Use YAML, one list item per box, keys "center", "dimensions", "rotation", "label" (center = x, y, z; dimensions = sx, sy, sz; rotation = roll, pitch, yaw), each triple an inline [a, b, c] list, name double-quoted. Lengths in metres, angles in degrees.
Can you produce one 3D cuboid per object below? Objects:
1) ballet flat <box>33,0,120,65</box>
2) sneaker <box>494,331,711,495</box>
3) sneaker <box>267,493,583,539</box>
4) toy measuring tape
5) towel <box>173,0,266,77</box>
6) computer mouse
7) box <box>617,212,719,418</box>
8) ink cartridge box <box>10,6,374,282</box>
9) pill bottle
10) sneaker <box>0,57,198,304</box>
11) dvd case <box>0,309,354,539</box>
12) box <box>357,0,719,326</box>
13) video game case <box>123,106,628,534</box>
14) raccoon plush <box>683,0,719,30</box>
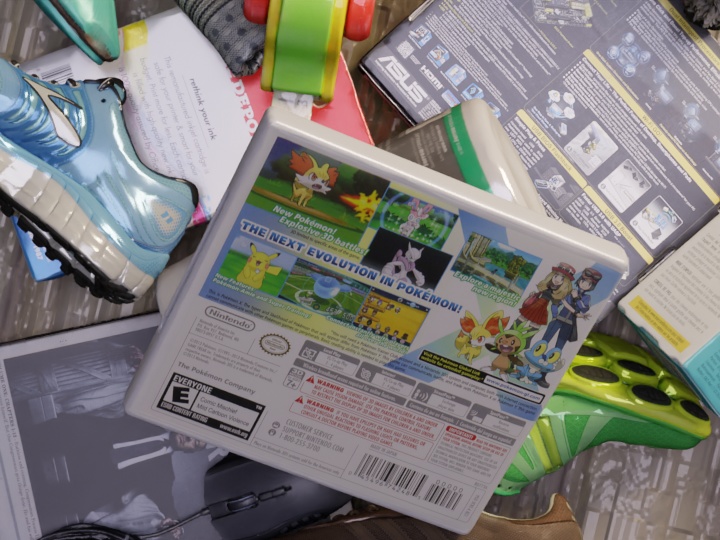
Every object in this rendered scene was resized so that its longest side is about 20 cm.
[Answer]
- center: [-0.181, -0.193, 1.228]
  dimensions: [0.070, 0.067, 0.200]
  rotation: [-45, 64, -6]
  label: "ballet flat"
- center: [0.096, 0.081, 1.275]
  dimensions: [0.199, 0.074, 0.084]
  rotation: [4, 120, -6]
  label: "sneaker"
- center: [0.024, 0.157, 1.249]
  dimensions: [0.199, 0.071, 0.076]
  rotation: [3, 56, 9]
  label: "sneaker"
- center: [-0.031, -0.104, 1.145]
  dimensions: [0.073, 0.074, 0.201]
  rotation: [10, 79, -1]
  label: "toy measuring tape"
- center: [-0.038, -0.224, 1.241]
  dimensions: [0.200, 0.035, 0.193]
  rotation: [-36, 67, -7]
  label: "towel"
- center: [-0.091, 0.136, 1.257]
  dimensions: [0.199, 0.034, 0.059]
  rotation: [-22, 93, -1]
  label: "computer mouse"
- center: [0.241, -0.016, 1.233]
  dimensions: [0.200, 0.082, 0.049]
  rotation: [-41, 122, 1]
  label: "box"
- center: [-0.103, -0.081, 1.258]
  dimensions: [0.199, 0.067, 0.117]
  rotation: [-20, 90, -1]
  label: "ink cartridge box"
- center: [0.000, 0.000, 1.209]
  dimensions: [0.200, 0.113, 0.113]
  rotation: [-26, 92, 10]
  label: "pill bottle"
- center: [-0.168, -0.076, 1.199]
  dimensions: [0.200, 0.078, 0.090]
  rotation: [44, 73, -2]
  label: "sneaker"
- center: [-0.113, 0.098, 1.285]
  dimensions: [0.199, 0.025, 0.151]
  rotation: [-12, 92, 0]
  label: "dvd case"
- center: [0.121, -0.094, 1.274]
  dimensions: [0.161, 0.049, 0.200]
  rotation: [-42, 92, 1]
  label: "box"
- center: [0.006, 0.030, 1.149]
  dimensions: [0.199, 0.022, 0.183]
  rotation: [21, 116, -15]
  label: "video game case"
- center: [0.188, -0.220, 1.247]
  dimensions: [0.134, 0.097, 0.200]
  rotation: [42, 46, 4]
  label: "raccoon plush"
